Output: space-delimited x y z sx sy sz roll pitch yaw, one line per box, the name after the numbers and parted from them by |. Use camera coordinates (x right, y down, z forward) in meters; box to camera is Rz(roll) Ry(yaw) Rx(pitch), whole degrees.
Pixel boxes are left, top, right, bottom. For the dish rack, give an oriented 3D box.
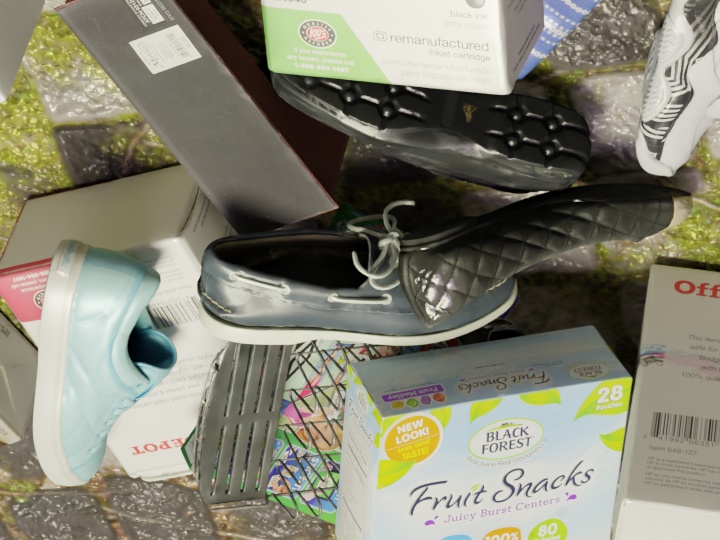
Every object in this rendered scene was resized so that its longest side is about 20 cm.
-0.005 0.093 1.795 0.200 0.055 0.154 -5 122 -24 | dish rack

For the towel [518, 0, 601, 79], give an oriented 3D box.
0.089 -0.198 1.631 0.145 0.024 0.200 30 134 -17 | towel

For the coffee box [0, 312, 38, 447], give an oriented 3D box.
-0.334 0.083 1.980 0.200 0.080 0.113 -20 127 30 | coffee box

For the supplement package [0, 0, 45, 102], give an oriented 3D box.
-0.306 -0.142 1.726 0.200 0.110 0.114 -20 126 31 | supplement package

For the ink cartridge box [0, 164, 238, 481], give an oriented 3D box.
-0.125 0.036 1.876 0.146 0.085 0.200 -11 128 24 | ink cartridge box

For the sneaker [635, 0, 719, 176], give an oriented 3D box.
0.225 -0.121 1.633 0.115 0.075 0.200 12 137 2 | sneaker

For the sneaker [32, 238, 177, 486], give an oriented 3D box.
-0.159 0.070 1.807 0.082 0.074 0.200 13 137 7 | sneaker

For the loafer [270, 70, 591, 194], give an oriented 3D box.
0.039 -0.089 1.717 0.200 0.068 0.070 18 157 -9 | loafer

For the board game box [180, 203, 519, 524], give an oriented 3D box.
-0.007 0.065 1.836 0.135 0.029 0.200 23 111 -28 | board game box

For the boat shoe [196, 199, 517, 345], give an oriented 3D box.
0.000 0.000 1.738 0.200 0.075 0.062 -1 132 -8 | boat shoe

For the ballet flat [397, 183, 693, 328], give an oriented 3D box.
0.112 -0.016 1.726 0.200 0.066 0.057 -15 100 -22 | ballet flat

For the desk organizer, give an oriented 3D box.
-0.089 -0.120 1.715 0.072 0.077 0.200 -19 127 29 | desk organizer

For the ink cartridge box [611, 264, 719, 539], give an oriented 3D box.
0.237 0.121 1.784 0.147 0.200 0.145 8 138 6 | ink cartridge box

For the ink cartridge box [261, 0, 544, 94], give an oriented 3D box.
0.018 -0.206 1.568 0.145 0.084 0.200 7 127 18 | ink cartridge box

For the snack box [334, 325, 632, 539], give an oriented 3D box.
0.072 0.143 1.789 0.169 0.068 0.200 -9 123 -19 | snack box
